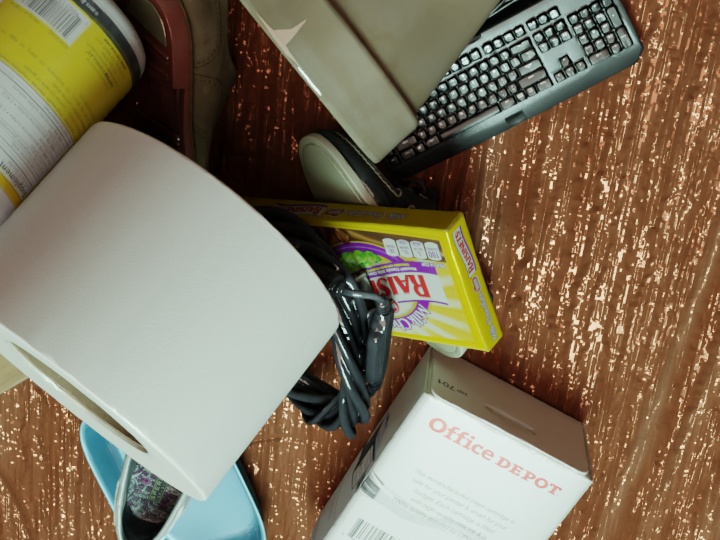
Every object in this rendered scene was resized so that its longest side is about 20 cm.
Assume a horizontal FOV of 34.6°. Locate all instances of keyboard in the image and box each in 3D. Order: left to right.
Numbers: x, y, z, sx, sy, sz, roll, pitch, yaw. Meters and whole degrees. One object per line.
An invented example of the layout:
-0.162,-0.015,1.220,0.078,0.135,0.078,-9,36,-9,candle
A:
0.085,-0.141,0.795,0.200,0.040,0.104,-27,108,17,keyboard

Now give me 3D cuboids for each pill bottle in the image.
-0.235,-0.096,0.718,0.112,0.112,0.200,41,71,-11,pill bottle

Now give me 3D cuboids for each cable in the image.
-0.052,0.044,0.845,0.163,0.051,0.200,29,144,19,cable

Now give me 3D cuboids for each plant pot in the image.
0.011,-0.198,0.713,0.173,0.200,0.200,-40,104,5,plant pot

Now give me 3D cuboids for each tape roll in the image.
-0.132,0.026,0.714,0.203,0.203,0.139,41,73,-11,tape roll

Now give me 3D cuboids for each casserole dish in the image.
-0.152,0.174,0.968,0.121,0.039,0.200,-17,110,15,casserole dish

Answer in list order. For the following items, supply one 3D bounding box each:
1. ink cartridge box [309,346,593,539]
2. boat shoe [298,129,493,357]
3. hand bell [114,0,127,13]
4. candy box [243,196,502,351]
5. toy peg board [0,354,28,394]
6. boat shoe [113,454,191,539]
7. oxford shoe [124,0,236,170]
0.067,0.181,0.914,0.146,0.086,0.200,29,113,-6,ink cartridge box
0.033,-0.031,0.839,0.066,0.074,0.199,-43,104,-21,boat shoe
-0.169,-0.192,0.793,0.104,0.104,0.200,18,126,0,hand bell
0.000,0.000,0.815,0.200,0.026,0.102,6,133,40,candy box
-0.336,0.015,0.907,0.200,0.098,0.199,-29,91,18,toy peg board
-0.142,0.134,0.889,0.070,0.072,0.201,20,114,-2,boat shoe
-0.116,-0.114,0.820,0.070,0.075,0.200,38,141,28,oxford shoe
